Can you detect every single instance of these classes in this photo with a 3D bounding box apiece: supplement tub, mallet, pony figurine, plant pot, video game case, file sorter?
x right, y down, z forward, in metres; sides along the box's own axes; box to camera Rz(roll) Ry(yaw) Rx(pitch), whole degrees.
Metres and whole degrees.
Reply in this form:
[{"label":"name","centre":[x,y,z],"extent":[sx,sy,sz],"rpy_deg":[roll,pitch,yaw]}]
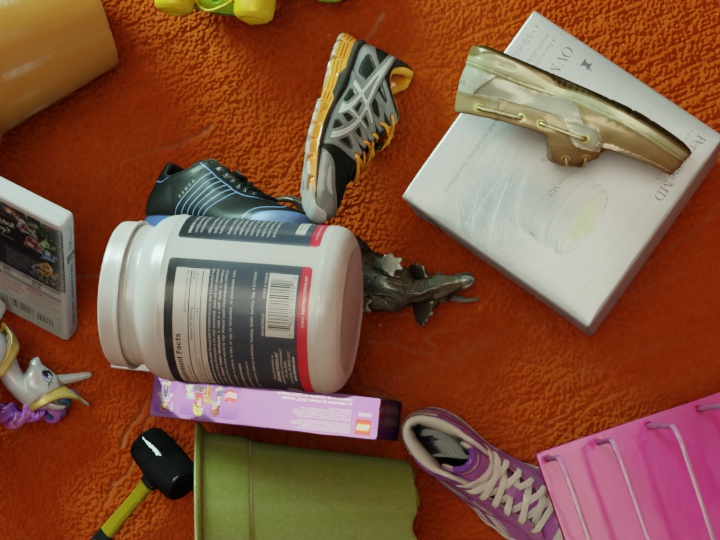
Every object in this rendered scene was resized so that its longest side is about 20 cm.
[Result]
[{"label":"supplement tub","centre":[-0.104,0.026,1.373],"extent":[0.200,0.140,0.140],"rpy_deg":[4,85,9]},{"label":"mallet","centre":[-0.234,0.229,1.522],"extent":[0.200,0.041,0.066],"rpy_deg":[-44,60,11]},{"label":"pony figurine","centre":[-0.368,0.099,1.498],"extent":[0.193,0.167,0.200],"rpy_deg":[-43,100,-21]},{"label":"plant pot","centre":[-0.046,0.230,1.430],"extent":[0.190,0.200,0.200],"rpy_deg":[-1,84,-4]},{"label":"video game case","centre":[-0.348,-0.035,1.503],"extent":[0.200,0.182,0.023],"rpy_deg":[27,56,11]},{"label":"file sorter","centre":[0.266,0.185,1.353],"extent":[0.200,0.125,0.139],"rpy_deg":[-18,84,-2]},{"label":"plant pot","centre":[-0.330,-0.219,1.514],"extent":[0.183,0.200,0.200],"rpy_deg":[-21,81,-10]}]

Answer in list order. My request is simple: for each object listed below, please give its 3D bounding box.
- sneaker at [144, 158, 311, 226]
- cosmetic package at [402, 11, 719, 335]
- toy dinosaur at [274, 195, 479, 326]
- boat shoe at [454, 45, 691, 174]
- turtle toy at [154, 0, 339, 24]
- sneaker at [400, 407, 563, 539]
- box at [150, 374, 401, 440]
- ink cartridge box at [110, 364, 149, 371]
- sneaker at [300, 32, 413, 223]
[{"label":"sneaker","centre":[-0.120,-0.061,1.483],"extent":[0.200,0.070,0.078],"rpy_deg":[5,75,39]},{"label":"cosmetic package","centre":[0.178,-0.081,1.444],"extent":[0.200,0.123,0.199],"rpy_deg":[35,91,9]},{"label":"toy dinosaur","centre":[0.000,0.000,1.483],"extent":[0.200,0.102,0.077],"rpy_deg":[23,89,17]},{"label":"boat shoe","centre":[0.172,-0.119,1.357],"extent":[0.200,0.074,0.066],"rpy_deg":[26,101,12]},{"label":"turtle toy","centre":[-0.097,-0.291,1.518],"extent":[0.200,0.101,0.146],"rpy_deg":[8,86,9]},{"label":"sneaker","centre":[0.118,0.189,1.430],"extent":[0.200,0.114,0.073],"rpy_deg":[30,88,9]},{"label":"box","centre":[-0.071,0.122,1.455],"extent":[0.200,0.137,0.039],"rpy_deg":[5,85,9]},{"label":"ink cartridge box","centre":[-0.125,0.053,1.517],"extent":[0.200,0.044,0.094],"rpy_deg":[5,87,9]},{"label":"sneaker","centre":[-0.006,-0.127,1.477],"extent":[0.077,0.078,0.200],"rpy_deg":[16,60,-1]}]
